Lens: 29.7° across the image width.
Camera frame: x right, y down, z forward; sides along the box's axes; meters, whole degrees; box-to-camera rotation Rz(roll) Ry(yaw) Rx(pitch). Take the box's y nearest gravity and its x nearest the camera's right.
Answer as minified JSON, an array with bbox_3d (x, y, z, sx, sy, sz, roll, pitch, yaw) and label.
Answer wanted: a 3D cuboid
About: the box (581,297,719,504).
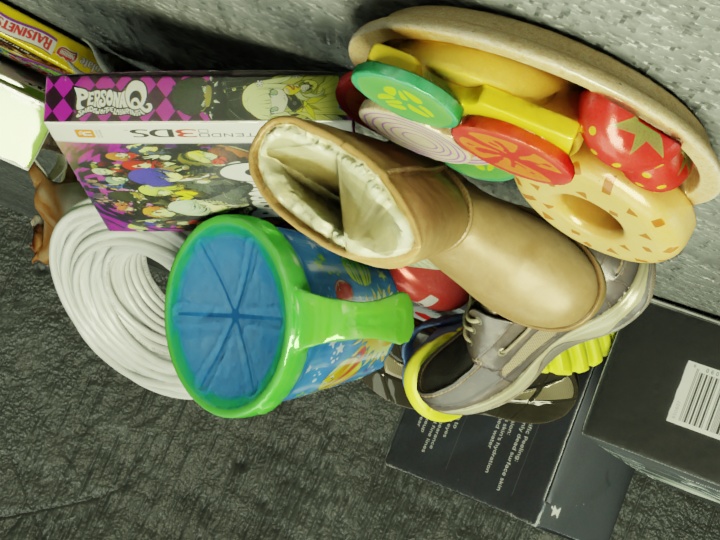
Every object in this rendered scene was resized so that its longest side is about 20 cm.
[{"bbox_3d":[0.308,0.125,1.074,0.199,0.125,0.196,19,174,30],"label":"box"}]

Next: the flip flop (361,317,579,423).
[{"bbox_3d":[0.084,0.075,1.133,0.199,0.082,0.058,11,-153,1],"label":"flip flop"}]

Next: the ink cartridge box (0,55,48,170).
[{"bbox_3d":[-0.312,-0.139,1.064,0.147,0.076,0.200,25,-172,-22],"label":"ink cartridge box"}]

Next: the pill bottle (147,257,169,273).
[{"bbox_3d":[-0.152,-0.048,1.260,0.199,0.114,0.114,23,173,-1],"label":"pill bottle"}]

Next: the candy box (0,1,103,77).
[{"bbox_3d":[-0.234,-0.163,1.035,0.199,0.027,0.102,27,176,-26],"label":"candy box"}]

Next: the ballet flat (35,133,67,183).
[{"bbox_3d":[-0.300,-0.118,1.404,0.068,0.068,0.200,19,172,33],"label":"ballet flat"}]

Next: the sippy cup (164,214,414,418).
[{"bbox_3d":[-0.046,0.030,0.945,0.130,0.140,0.178,-1,-144,-44],"label":"sippy cup"}]

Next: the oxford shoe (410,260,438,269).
[{"bbox_3d":[0.081,-0.026,0.951,0.199,0.058,0.075,10,170,-35],"label":"oxford shoe"}]

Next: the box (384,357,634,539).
[{"bbox_3d":[0.156,0.129,1.265,0.117,0.198,0.199,28,171,-41],"label":"box"}]

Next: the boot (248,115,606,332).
[{"bbox_3d":[0.043,-0.017,0.726,0.175,0.066,0.200,31,-170,12],"label":"boot"}]

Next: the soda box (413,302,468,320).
[{"bbox_3d":[0.088,0.016,1.187,0.068,0.064,0.200,23,172,-11],"label":"soda box"}]

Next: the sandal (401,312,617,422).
[{"bbox_3d":[0.110,0.051,1.050,0.199,0.080,0.087,-15,-168,-20],"label":"sandal"}]

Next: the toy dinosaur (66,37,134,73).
[{"bbox_3d":[-0.116,-0.098,0.942,0.199,0.077,0.102,22,-172,43],"label":"toy dinosaur"}]

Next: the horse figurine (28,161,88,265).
[{"bbox_3d":[-0.229,-0.077,1.175,0.199,0.133,0.050,-6,-179,31],"label":"horse figurine"}]

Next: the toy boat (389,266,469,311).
[{"bbox_3d":[0.000,0.000,1.069,0.130,0.131,0.200,27,172,-36],"label":"toy boat"}]

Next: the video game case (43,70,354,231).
[{"bbox_3d":[-0.091,-0.071,0.869,0.180,0.036,0.200,0,163,0],"label":"video game case"}]

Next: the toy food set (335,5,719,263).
[{"bbox_3d":[0.078,-0.067,0.662,0.197,0.049,0.200,22,173,7],"label":"toy food set"}]

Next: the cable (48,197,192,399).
[{"bbox_3d":[-0.156,0.015,1.103,0.199,0.069,0.200,-22,110,42],"label":"cable"}]

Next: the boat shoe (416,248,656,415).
[{"bbox_3d":[0.105,0.027,0.917,0.073,0.075,0.200,36,124,-26],"label":"boat shoe"}]
